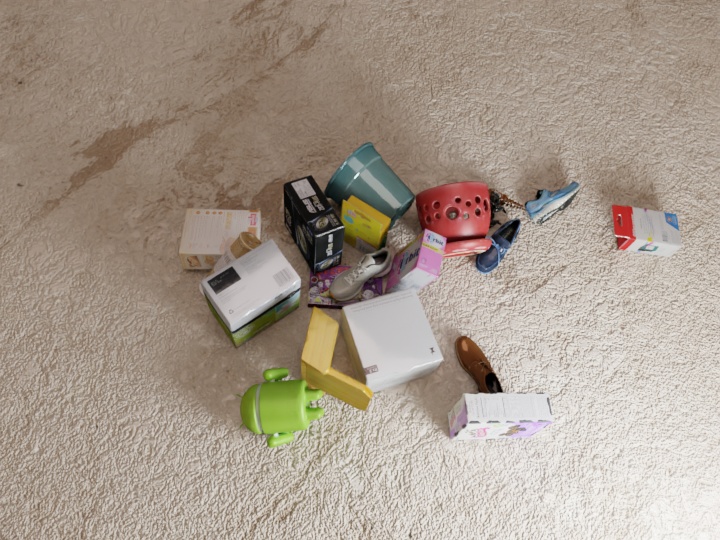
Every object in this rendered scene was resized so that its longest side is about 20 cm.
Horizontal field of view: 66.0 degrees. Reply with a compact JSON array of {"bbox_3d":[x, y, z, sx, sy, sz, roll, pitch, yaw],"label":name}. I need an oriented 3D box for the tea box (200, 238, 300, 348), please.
[{"bbox_3d":[-0.264,0.061,1.365,0.199,0.197,0.134,-34,75,-19],"label":"tea box"}]

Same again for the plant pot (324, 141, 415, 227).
[{"bbox_3d":[0.036,-0.217,1.552,0.196,0.200,0.200,43,67,6],"label":"plant pot"}]

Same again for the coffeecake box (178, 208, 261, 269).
[{"bbox_3d":[-0.370,-0.084,1.487,0.198,0.073,0.154,1,54,-5],"label":"coffeecake box"}]

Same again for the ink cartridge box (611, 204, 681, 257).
[{"bbox_3d":[0.832,-0.118,1.644,0.198,0.067,0.117,9,62,-1],"label":"ink cartridge box"}]

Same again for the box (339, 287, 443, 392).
[{"bbox_3d":[0.070,0.177,1.381,0.198,0.131,0.201,-14,66,-13],"label":"box"}]

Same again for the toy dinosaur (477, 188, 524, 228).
[{"bbox_3d":[0.379,-0.205,1.632,0.199,0.103,0.136,-6,44,15],"label":"toy dinosaur"}]

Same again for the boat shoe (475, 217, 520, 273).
[{"bbox_3d":[0.389,-0.081,1.578,0.084,0.069,0.200,31,64,10],"label":"boat shoe"}]

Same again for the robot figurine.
[{"bbox_3d":[-0.187,0.315,1.284,0.198,0.116,0.177,-6,84,2],"label":"robot figurine"}]

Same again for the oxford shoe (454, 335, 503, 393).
[{"bbox_3d":[0.308,0.247,1.405,0.071,0.071,0.201,-23,66,-15],"label":"oxford shoe"}]

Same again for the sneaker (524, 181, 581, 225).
[{"bbox_3d":[0.577,-0.223,1.666,0.199,0.079,0.090,-30,67,-19],"label":"sneaker"}]

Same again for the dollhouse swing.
[{"bbox_3d":[-0.047,0.212,1.311,0.174,0.200,0.183,12,62,1],"label":"dollhouse swing"}]

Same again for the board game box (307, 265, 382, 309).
[{"bbox_3d":[-0.040,0.046,1.494,0.198,0.032,0.121,3,59,-4],"label":"board game box"}]

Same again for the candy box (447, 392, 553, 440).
[{"bbox_3d":[0.321,0.344,1.301,0.198,0.168,0.072,0,61,-5],"label":"candy box"}]

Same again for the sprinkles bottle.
[{"bbox_3d":[-0.329,-0.009,1.401,0.068,0.200,0.068,35,27,-21],"label":"sprinkles bottle"}]

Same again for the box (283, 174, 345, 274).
[{"bbox_3d":[-0.128,-0.122,1.477,0.086,0.164,0.201,-21,60,-20],"label":"box"}]

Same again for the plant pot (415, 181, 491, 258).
[{"bbox_3d":[0.258,-0.131,1.512,0.199,0.200,0.184,-7,88,-9],"label":"plant pot"}]

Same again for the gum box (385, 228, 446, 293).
[{"bbox_3d":[0.139,-0.011,1.449,0.066,0.200,0.114,23,63,-14],"label":"gum box"}]

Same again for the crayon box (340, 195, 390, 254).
[{"bbox_3d":[0.011,-0.119,1.483,0.127,0.200,0.051,33,67,11],"label":"crayon box"}]

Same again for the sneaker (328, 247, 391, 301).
[{"bbox_3d":[0.000,0.000,1.454,0.200,0.092,0.076,-35,70,-21],"label":"sneaker"}]
